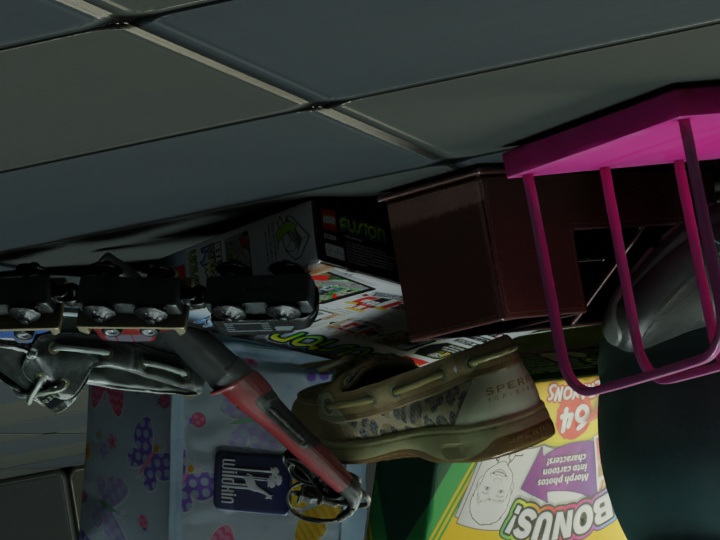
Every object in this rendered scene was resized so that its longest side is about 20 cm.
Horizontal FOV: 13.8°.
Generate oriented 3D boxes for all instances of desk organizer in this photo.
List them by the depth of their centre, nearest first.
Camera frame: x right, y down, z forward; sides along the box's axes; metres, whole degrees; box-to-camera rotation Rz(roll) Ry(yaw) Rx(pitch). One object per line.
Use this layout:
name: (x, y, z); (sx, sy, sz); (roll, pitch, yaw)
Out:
desk organizer: (0.107, -0.011, 1.554); (0.072, 0.077, 0.200); (-15, 173, 43)

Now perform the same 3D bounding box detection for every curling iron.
curling iron: (-0.070, 0.065, 1.574); (0.050, 0.200, 0.026); (-28, -156, 43)

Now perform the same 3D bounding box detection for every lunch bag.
lunch bag: (-0.074, 0.110, 1.770); (0.127, 0.170, 0.200); (-5, -166, -44)

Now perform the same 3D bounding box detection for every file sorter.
file sorter: (0.196, -0.017, 1.405); (0.200, 0.125, 0.139); (-6, 173, -32)

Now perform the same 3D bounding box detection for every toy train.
toy train: (-0.117, 0.017, 1.495); (0.200, 0.034, 0.046); (-1, 155, 14)

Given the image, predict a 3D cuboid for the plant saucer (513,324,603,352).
plant saucer: (0.113, 0.027, 1.740); (0.200, 0.031, 0.200); (-8, 174, -1)

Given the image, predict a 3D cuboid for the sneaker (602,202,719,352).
sneaker: (0.218, -0.005, 1.530); (0.200, 0.079, 0.075); (-29, 161, -14)

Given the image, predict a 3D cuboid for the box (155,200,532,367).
box: (-0.001, 0.012, 1.579); (0.110, 0.035, 0.200); (-19, 158, 35)

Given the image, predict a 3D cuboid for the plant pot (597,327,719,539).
plant pot: (0.219, 0.119, 1.627); (0.200, 0.134, 0.200); (10, 161, 4)

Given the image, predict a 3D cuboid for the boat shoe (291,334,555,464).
boat shoe: (0.028, 0.065, 1.591); (0.073, 0.063, 0.200); (-21, -169, -37)

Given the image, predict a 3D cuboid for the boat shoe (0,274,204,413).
boat shoe: (-0.164, 0.042, 1.620); (0.200, 0.071, 0.072); (1, 171, -31)

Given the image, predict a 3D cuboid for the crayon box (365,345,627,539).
crayon box: (0.098, 0.138, 1.769); (0.200, 0.173, 0.058); (-4, -163, -39)

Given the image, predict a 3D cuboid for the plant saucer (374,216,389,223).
plant saucer: (0.000, 0.000, 1.705); (0.200, 0.036, 0.200); (-9, 174, -1)
